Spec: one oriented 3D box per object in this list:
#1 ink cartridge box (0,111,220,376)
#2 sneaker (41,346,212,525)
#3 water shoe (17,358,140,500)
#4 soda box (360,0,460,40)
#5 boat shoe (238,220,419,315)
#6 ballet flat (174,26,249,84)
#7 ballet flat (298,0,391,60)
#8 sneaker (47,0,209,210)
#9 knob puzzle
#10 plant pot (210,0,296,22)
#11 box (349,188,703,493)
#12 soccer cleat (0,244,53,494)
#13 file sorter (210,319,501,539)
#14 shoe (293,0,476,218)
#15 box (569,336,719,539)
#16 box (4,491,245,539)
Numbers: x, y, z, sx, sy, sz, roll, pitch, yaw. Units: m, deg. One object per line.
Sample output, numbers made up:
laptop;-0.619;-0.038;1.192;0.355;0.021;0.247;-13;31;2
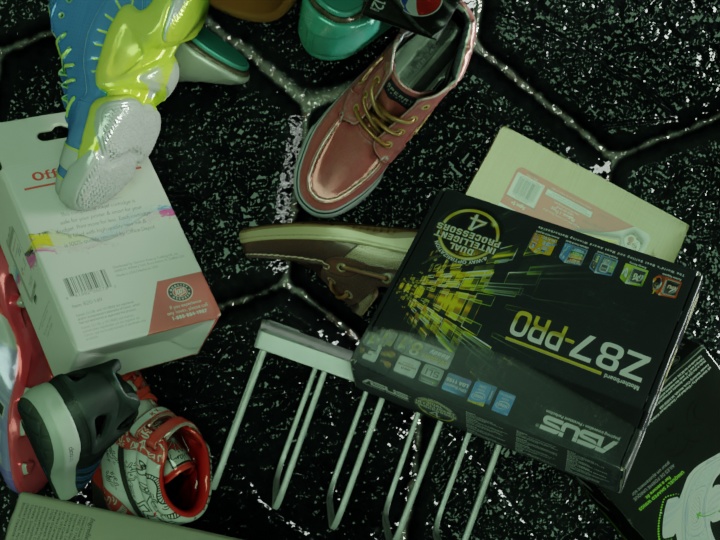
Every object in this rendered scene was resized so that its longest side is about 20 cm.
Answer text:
ink cartridge box;-0.202;-0.022;0.946;0.116;0.068;0.200;-14;66;-32
sneaker;-0.174;0.101;0.960;0.067;0.108;0.202;-20;97;-46
water shoe;-0.192;0.113;0.887;0.079;0.200;0.072;-25;84;-18
soda box;0.054;-0.272;0.949;0.063;0.071;0.200;18;53;-11
boat shoe;0.000;0.000;0.987;0.200;0.072;0.072;5;94;7
ballet flat;-0.178;-0.195;0.994;0.200;0.069;0.069;38;88;1
ballet flat;0.018;-0.223;0.991;0.067;0.070;0.200;44;52;9
sneaker;-0.193;-0.145;0.926;0.105;0.076;0.200;23;77;15
knob puzzle;0.146;0.012;1.026;0.219;0.030;0.220;0;90;-5
plant pot;-0.087;-0.308;0.942;0.200;0.200;0.140;40;70;-3
box;0.116;0.043;0.873;0.200;0.049;0.161;21;65;17
soccer cleat;-0.280;0.076;0.989;0.076;0.067;0.200;-2;97;28
file sorter;-0.002;0.131;0.964;0.200;0.139;0.125;19;90;-4
shoe;0.017;-0.129;0.987;0.071;0.091;0.200;38;88;-3
box;0.241;0.153;0.959;0.124;0.149;0.200;-40;104;-3
box;-0.166;0.230;0.937;0.200;0.068;0.082;14;61;-2
